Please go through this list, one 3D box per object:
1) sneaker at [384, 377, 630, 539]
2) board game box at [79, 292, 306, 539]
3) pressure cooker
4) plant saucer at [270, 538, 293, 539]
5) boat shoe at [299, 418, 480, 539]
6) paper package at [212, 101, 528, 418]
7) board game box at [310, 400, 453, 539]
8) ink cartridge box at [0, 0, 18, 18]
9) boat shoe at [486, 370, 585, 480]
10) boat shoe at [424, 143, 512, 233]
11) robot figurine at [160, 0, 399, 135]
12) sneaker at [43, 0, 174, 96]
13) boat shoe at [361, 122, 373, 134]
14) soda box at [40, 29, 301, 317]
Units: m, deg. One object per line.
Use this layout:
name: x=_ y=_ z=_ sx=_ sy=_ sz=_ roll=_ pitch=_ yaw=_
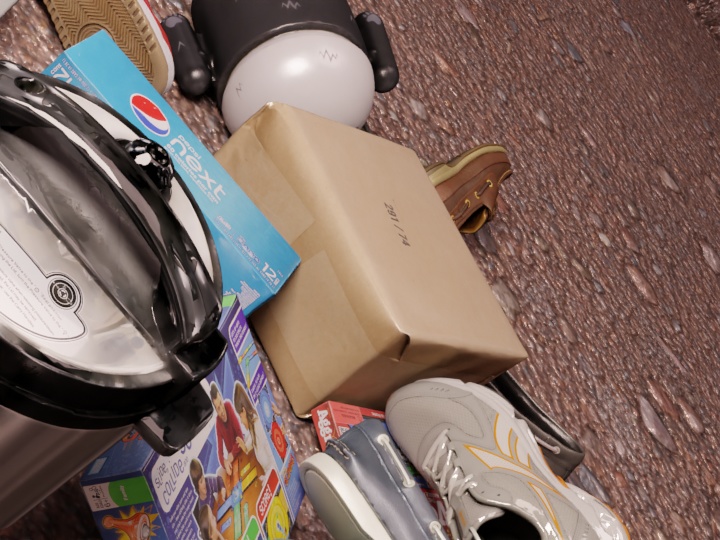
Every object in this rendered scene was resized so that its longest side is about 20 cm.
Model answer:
sneaker: x=0.078 y=0.139 z=1.073 sx=0.200 sy=0.076 sz=0.092 roll=39 pitch=28 yaw=31
board game box: x=-0.082 y=0.115 z=0.902 sx=0.200 sy=0.034 sz=0.136 roll=-67 pitch=142 yaw=-65
pressure cooker: x=-0.161 y=0.007 z=0.747 sx=0.176 sy=0.200 sz=0.179 roll=22 pitch=45 yaw=-38
plant saucer: x=0.002 y=0.233 z=0.903 sx=0.200 sy=0.036 sz=0.200 roll=54 pitch=20 yaw=-30
boat shoe: x=0.044 y=0.178 z=0.983 sx=0.062 sy=0.075 sz=0.200 roll=-33 pitch=78 yaw=-23
paper package: x=0.000 y=0.000 z=1.198 sx=0.191 sy=0.103 sz=0.200 roll=12 pitch=45 yaw=-56
board game box: x=0.044 y=0.151 z=1.158 sx=0.200 sy=0.019 sz=0.103 roll=17 pitch=50 yaw=-53
ink cartridge box: x=-0.297 y=-0.194 z=1.002 sx=0.174 sy=0.044 sz=0.200 roll=47 pitch=24 yaw=-15
boat shoe: x=0.101 y=0.084 z=1.319 sx=0.200 sy=0.057 sz=0.067 roll=53 pitch=24 yaw=2
boat shoe: x=0.085 y=-0.063 z=1.489 sx=0.068 sy=0.072 sz=0.200 roll=59 pitch=30 yaw=2
robot figurine: x=-0.062 y=-0.173 z=1.305 sx=0.125 sy=0.150 sz=0.200 roll=50 pitch=16 yaw=-52
sneaker: x=-0.183 y=-0.209 z=1.195 sx=0.200 sy=0.071 sz=0.112 roll=51 pitch=27 yaw=2
boat shoe: x=-0.025 y=-0.135 z=1.385 sx=0.072 sy=0.066 sz=0.201 roll=20 pitch=39 yaw=-50
soda box: x=-0.131 y=-0.053 z=1.079 sx=0.200 sy=0.064 sz=0.068 roll=50 pitch=23 yaw=-7
